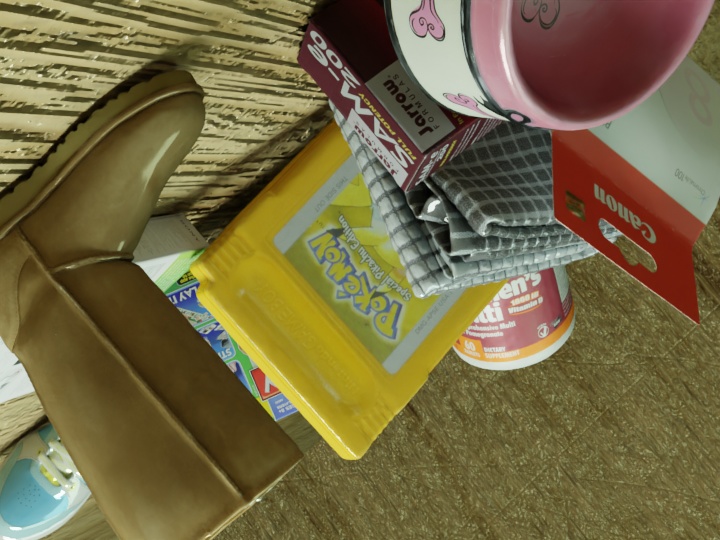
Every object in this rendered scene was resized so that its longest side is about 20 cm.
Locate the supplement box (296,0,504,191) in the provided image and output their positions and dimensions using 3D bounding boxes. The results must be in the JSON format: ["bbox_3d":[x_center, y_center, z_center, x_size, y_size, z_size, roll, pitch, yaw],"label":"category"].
[{"bbox_3d":[0.073,-0.151,0.843,0.200,0.109,0.061,-38,172,-18],"label":"supplement box"}]

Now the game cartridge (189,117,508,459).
[{"bbox_3d":[0.000,0.000,0.974,0.200,0.176,0.032,-49,-164,-26],"label":"game cartridge"}]

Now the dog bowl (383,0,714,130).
[{"bbox_3d":[0.111,-0.162,0.729,0.200,0.074,0.201,-23,130,-31],"label":"dog bowl"}]

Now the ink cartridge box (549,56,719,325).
[{"bbox_3d":[0.192,-0.086,0.948,0.057,0.162,0.200,-34,-140,33],"label":"ink cartridge box"}]

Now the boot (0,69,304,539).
[{"bbox_3d":[-0.096,0.025,0.716,0.175,0.200,0.066,-40,171,6],"label":"boot"}]

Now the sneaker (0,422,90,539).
[{"bbox_3d":[-0.226,0.133,1.139,0.200,0.080,0.131,-46,177,-27],"label":"sneaker"}]

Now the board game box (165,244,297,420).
[{"bbox_3d":[-0.045,0.027,1.014,0.199,0.135,0.029,-24,-175,-11],"label":"board game box"}]

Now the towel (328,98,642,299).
[{"bbox_3d":[0.093,-0.084,0.958,0.200,0.166,0.086,-10,161,-41],"label":"towel"}]

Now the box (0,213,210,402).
[{"bbox_3d":[-0.194,0.028,0.880,0.144,0.036,0.200,-43,169,20],"label":"box"}]

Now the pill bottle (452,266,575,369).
[{"bbox_3d":[0.103,-0.027,1.123,0.109,0.109,0.200,-36,128,-22],"label":"pill bottle"}]
